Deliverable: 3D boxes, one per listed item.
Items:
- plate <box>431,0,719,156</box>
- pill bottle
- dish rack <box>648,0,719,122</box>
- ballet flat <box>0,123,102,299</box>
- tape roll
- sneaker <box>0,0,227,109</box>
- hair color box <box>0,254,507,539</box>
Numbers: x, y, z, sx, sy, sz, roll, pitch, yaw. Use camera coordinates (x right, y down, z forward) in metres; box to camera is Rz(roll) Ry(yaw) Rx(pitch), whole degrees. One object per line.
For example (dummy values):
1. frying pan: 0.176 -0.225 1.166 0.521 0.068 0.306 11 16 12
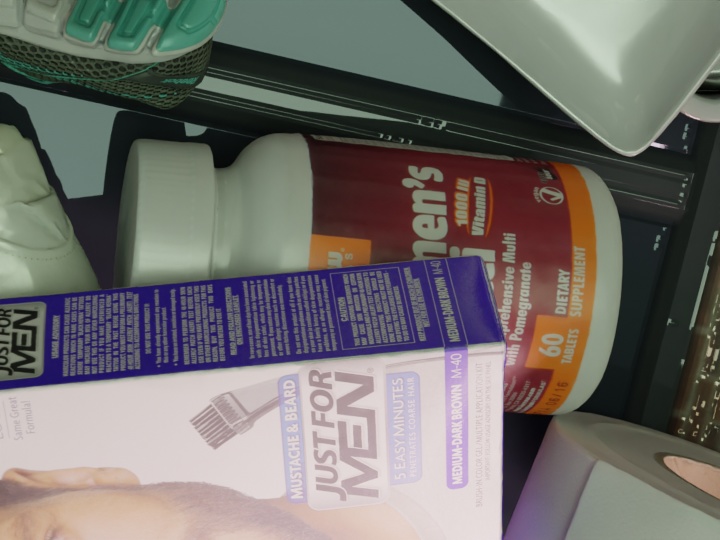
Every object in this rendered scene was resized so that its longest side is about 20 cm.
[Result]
1. plate: 0.099 -0.184 0.782 0.199 0.032 0.200 38 104 -1
2. pill bottle: 0.000 0.000 0.792 0.199 0.110 0.110 5 100 -12
3. dish rack: 0.216 -0.160 0.838 0.199 0.044 0.172 -7 103 -10
4. ballet flat: -0.172 -0.046 0.748 0.200 0.069 0.070 37 92 2
5. tape roll: 0.161 0.130 0.802 0.202 0.202 0.071 20 97 -14
6. sneaker: -0.148 -0.111 0.761 0.199 0.091 0.078 20 70 8
7. hair color box: -0.046 0.062 0.723 0.199 0.065 0.110 -5 126 -3
